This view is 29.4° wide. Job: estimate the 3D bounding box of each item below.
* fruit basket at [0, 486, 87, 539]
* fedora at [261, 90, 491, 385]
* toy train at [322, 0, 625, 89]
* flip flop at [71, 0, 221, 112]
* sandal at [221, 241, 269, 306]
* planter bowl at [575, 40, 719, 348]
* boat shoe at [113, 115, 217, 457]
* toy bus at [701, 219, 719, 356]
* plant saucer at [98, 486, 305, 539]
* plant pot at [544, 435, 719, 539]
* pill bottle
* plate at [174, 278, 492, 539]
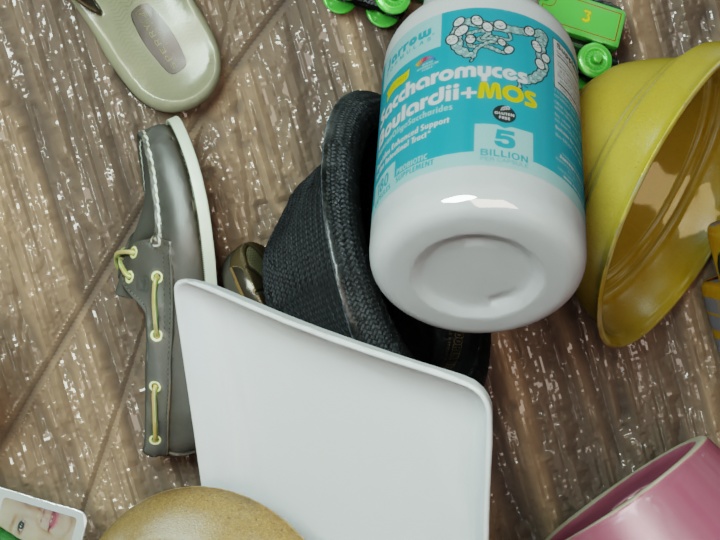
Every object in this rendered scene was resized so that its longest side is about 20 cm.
[{"bbox_3d":[-0.276,0.202,0.792,0.199,0.094,0.186,17,91,-5],"label":"fruit basket"},{"bbox_3d":[0.000,0.000,0.799,0.091,0.201,0.201,-19,97,27],"label":"fedora"},{"bbox_3d":[0.069,-0.164,0.843,0.199,0.042,0.057,16,81,-8],"label":"toy train"},{"bbox_3d":[-0.152,-0.180,0.801,0.081,0.058,0.200,-35,98,-4],"label":"flip flop"},{"bbox_3d":[-0.048,0.083,0.825,0.054,0.082,0.201,-20,101,14],"label":"sandal"},{"bbox_3d":[0.164,-0.061,0.817,0.083,0.200,0.201,31,89,27],"label":"planter bowl"},{"bbox_3d":[-0.114,0.012,0.811,0.060,0.072,0.202,-9,97,-11],"label":"boat shoe"},{"bbox_3d":[0.269,0.057,0.863,0.065,0.078,0.201,-18,96,-6],"label":"toy bus"},{"bbox_3d":[-0.097,0.222,0.760,0.199,0.035,0.201,-3,85,28],"label":"plant saucer"},{"bbox_3d":[0.207,0.208,0.820,0.200,0.200,0.179,-35,82,-4],"label":"plant pot"},{"bbox_3d":[0.064,-0.074,0.742,0.110,0.111,0.201,11,51,-8],"label":"pill bottle"},{"bbox_3d":[-0.008,0.108,0.731,0.032,0.199,0.201,-37,134,-42],"label":"plate"}]
